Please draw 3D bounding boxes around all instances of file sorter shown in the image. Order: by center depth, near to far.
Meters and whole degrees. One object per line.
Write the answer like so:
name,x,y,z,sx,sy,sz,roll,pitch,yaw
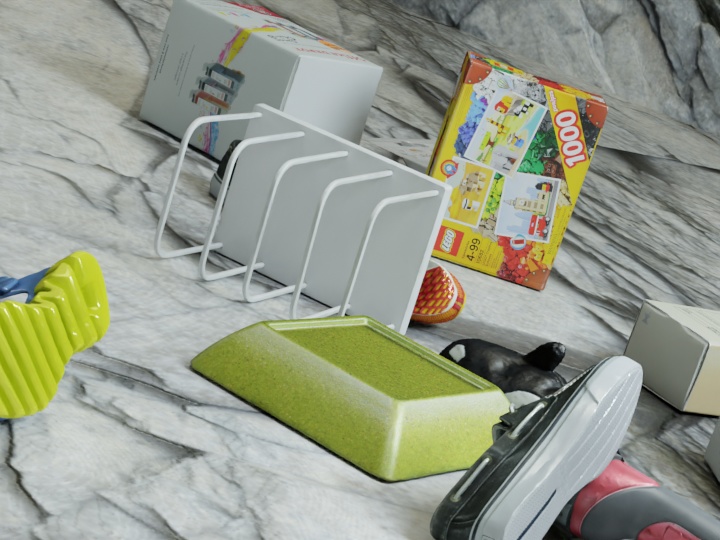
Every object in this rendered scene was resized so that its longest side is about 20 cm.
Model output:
file sorter,-0.053,-0.038,1.812,0.200,0.139,0.124,25,18,23

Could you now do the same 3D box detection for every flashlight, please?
flashlight,0.214,0.189,1.456,0.200,0.068,0.068,34,40,31

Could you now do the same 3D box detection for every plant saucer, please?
plant saucer,0.008,0.085,1.607,0.200,0.048,0.200,27,17,32

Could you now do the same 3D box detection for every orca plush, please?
orca plush,0.142,0.092,1.700,0.105,0.071,0.200,8,18,-36

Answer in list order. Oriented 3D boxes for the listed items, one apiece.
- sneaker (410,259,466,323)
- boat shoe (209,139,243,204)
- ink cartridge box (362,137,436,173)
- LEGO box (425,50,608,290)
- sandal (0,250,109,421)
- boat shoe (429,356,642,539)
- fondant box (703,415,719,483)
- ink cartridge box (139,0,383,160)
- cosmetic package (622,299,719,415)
sneaker,0.000,0.000,1.915,0.200,0.073,0.077,28,-6,19
boat shoe,-0.080,-0.069,2.052,0.069,0.057,0.200,7,18,-40
ink cartridge box,0.111,-0.099,2.444,0.200,0.050,0.161,23,15,33
LEGO box,0.147,-0.101,2.170,0.149,0.200,0.077,17,14,-3
sandal,-0.236,0.049,1.410,0.087,0.080,0.200,-10,12,18
boat shoe,0.117,0.117,1.435,0.071,0.072,0.200,21,46,30
fondant box,0.391,0.177,1.727,0.200,0.058,0.144,18,14,-9
ink cartridge box,-0.106,-0.191,2.299,0.200,0.145,0.145,30,18,36
cosmetic package,0.350,0.088,1.980,0.200,0.071,0.105,9,18,-33
